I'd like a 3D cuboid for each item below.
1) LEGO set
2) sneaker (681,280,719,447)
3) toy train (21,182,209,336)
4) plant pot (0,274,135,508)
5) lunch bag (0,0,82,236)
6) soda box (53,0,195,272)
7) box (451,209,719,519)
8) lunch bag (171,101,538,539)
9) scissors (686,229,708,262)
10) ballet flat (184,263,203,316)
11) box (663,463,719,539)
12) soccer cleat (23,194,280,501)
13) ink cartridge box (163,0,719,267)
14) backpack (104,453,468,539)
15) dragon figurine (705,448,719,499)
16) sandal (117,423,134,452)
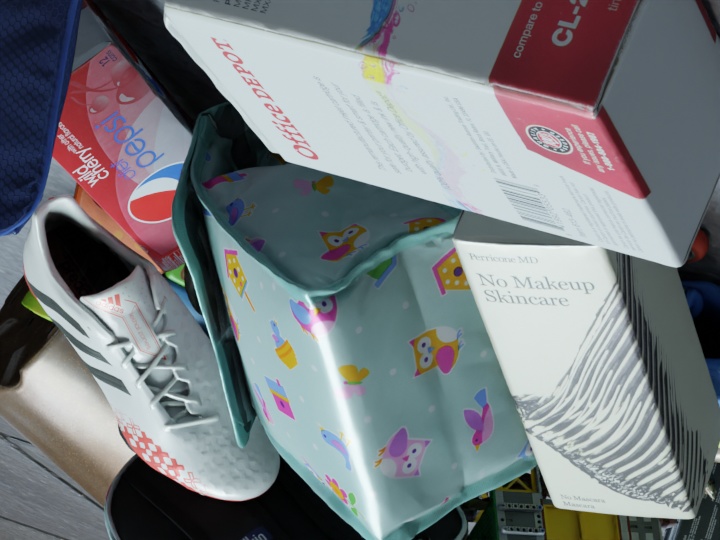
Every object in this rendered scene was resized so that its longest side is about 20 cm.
[{"bbox_3d":[0.109,0.139,1.549,0.116,0.154,0.200,5,139,-14],"label":"LEGO set"},{"bbox_3d":[0.141,0.030,1.394,0.200,0.076,0.105,12,150,17],"label":"sneaker"},{"bbox_3d":[-0.162,-0.020,1.537,0.200,0.116,0.085,27,-175,-11],"label":"toy train"},{"bbox_3d":[-0.134,0.076,1.739,0.198,0.200,0.200,38,161,-21],"label":"plant pot"},{"bbox_3d":[-0.191,-0.113,1.156,0.136,0.200,0.132,12,-179,-9],"label":"lunch bag"},{"bbox_3d":[-0.129,-0.076,1.386,0.070,0.063,0.200,55,-179,31],"label":"soda box"},{"bbox_3d":[0.113,0.031,1.286,0.082,0.068,0.200,1,137,27],"label":"box"},{"bbox_3d":[-0.018,0.018,1.348,0.200,0.122,0.171,37,149,49],"label":"lunch bag"},{"bbox_3d":[0.095,-0.024,1.362,0.073,0.014,0.200,31,162,-31],"label":"scissors"},{"bbox_3d":[0.000,0.000,1.491,0.200,0.064,0.067,5,128,-12],"label":"ballet flat"},{"bbox_3d":[0.194,0.185,1.556,0.043,0.200,0.160,18,165,6],"label":"box"},{"bbox_3d":[-0.116,0.042,1.438,0.200,0.069,0.085,50,162,18],"label":"soccer cleat"},{"bbox_3d":[0.041,-0.088,1.096,0.200,0.083,0.146,17,163,27],"label":"ink cartridge box"},{"bbox_3d":[-0.041,0.163,1.486,0.200,0.177,0.151,44,158,39],"label":"backpack"},{"bbox_3d":[0.225,0.085,1.445,0.200,0.099,0.059,38,176,33],"label":"dragon figurine"},{"bbox_3d":[-0.056,0.040,1.550,0.045,0.200,0.075,58,168,33],"label":"sandal"}]
